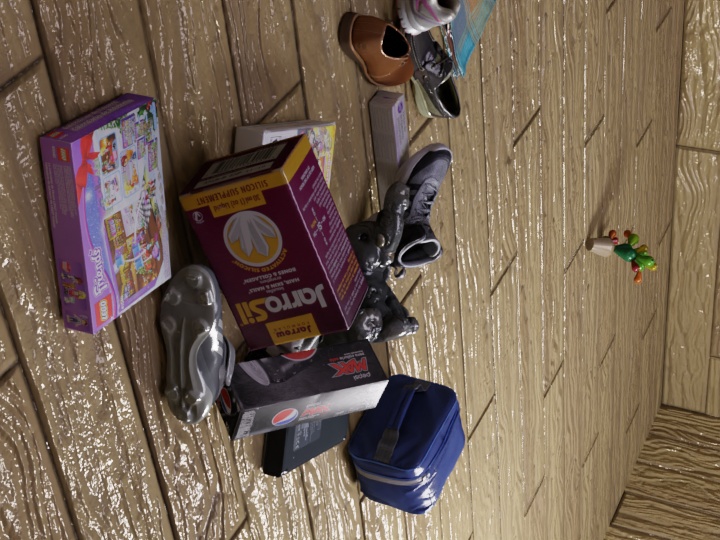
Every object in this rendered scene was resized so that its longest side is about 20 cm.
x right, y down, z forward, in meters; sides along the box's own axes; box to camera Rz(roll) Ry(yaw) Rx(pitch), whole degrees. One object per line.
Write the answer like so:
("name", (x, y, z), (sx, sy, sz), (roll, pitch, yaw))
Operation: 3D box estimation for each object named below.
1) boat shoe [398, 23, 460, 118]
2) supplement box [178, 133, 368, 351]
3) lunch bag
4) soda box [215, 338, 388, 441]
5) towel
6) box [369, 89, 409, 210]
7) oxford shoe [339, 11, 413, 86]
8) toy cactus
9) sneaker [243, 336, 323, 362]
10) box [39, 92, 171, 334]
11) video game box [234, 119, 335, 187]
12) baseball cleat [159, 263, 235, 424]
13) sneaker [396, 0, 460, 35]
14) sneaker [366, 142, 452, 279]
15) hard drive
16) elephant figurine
("boat shoe", (0.106, -0.297, 1.893), (0.072, 0.066, 0.201), (-62, 151, -27))
("supplement box", (-0.092, -0.030, 1.417), (0.103, 0.130, 0.201), (-66, 137, -59))
("lunch bag", (0.077, 0.256, 2.002), (0.200, 0.135, 0.133), (-60, 151, -36))
("soda box", (-0.072, 0.141, 1.561), (0.199, 0.071, 0.063), (-9, 144, -28))
("towel", (0.176, -0.424, 2.047), (0.200, 0.022, 0.147), (-65, 154, -27))
("box", (0.046, -0.161, 1.857), (0.039, 0.041, 0.201), (-52, 144, -43))
("oxford shoe", (0.040, -0.290, 1.748), (0.200, 0.071, 0.072), (20, 82, -68))
("toy cactus", (0.602, -0.044, 3.050), (0.164, 0.200, 0.103), (8, 114, -26))
("sneaker", (-0.070, 0.060, 1.626), (0.200, 0.066, 0.090), (-53, 170, 9))
("box", (-0.245, -0.057, 1.261), (0.137, 0.039, 0.201), (-43, 138, -54))
("video game box", (-0.097, -0.080, 1.570), (0.182, 0.047, 0.201), (-16, 116, -61))
("baseball cleat", (-0.180, 0.071, 1.448), (0.106, 0.070, 0.201), (-48, 152, -60))
("sneaker", (0.084, -0.416, 1.743), (0.081, 0.088, 0.200), (-57, 135, -39))
("sneaker", (0.087, -0.079, 1.823), (0.200, 0.114, 0.075), (-54, 137, 1))
("hard drive", (-0.067, 0.191, 1.780), (0.200, 0.033, 0.140), (-16, 116, -63))
("elephant figurine", (0.000, 0.000, 1.740), (0.141, 0.155, 0.201), (148, -71, -77))
